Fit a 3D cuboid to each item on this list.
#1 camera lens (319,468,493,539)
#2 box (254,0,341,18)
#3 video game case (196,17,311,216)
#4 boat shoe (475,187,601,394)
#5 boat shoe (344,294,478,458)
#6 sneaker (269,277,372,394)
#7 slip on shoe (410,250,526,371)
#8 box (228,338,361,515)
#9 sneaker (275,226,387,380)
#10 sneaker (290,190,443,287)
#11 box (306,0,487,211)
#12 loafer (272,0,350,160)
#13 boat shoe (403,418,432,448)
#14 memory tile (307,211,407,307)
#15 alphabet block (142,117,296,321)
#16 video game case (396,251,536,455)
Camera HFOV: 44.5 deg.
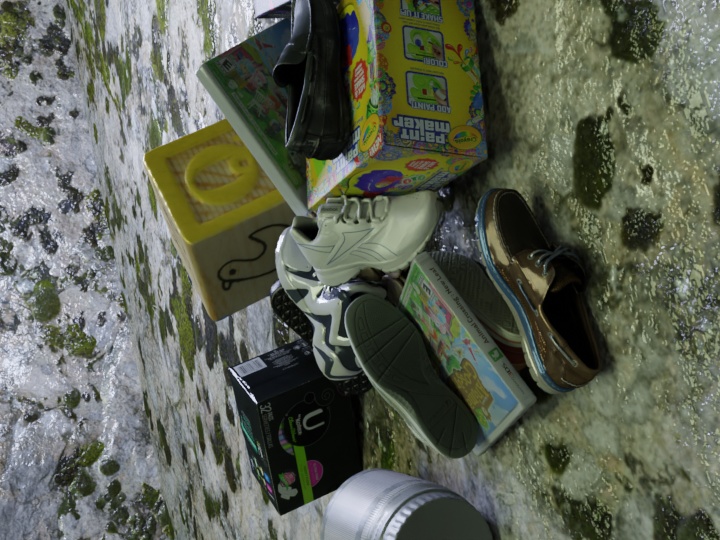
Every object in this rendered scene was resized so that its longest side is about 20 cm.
[{"bbox_3d":[0.051,0.333,1.066,0.199,0.157,0.164,-9,91,64],"label":"camera lens"},{"bbox_3d":[-0.048,-0.377,1.073,0.199,0.120,0.109,13,109,62],"label":"box"},{"bbox_3d":[-0.078,-0.187,1.045,0.022,0.182,0.201,-29,101,42],"label":"video game case"},{"bbox_3d":[0.173,0.010,0.818,0.072,0.071,0.203,-31,80,57],"label":"boat shoe"},{"bbox_3d":[0.050,0.118,0.962,0.203,0.074,0.065,50,162,3],"label":"boat shoe"},{"bbox_3d":[-0.039,0.070,1.172,0.071,0.083,0.201,-32,102,26],"label":"sneaker"},{"bbox_3d":[0.115,0.039,0.940,0.200,0.073,0.062,43,139,45],"label":"slip on shoe"},{"bbox_3d":[-0.097,0.231,1.323,0.124,0.146,0.204,35,140,56],"label":"box"},{"bbox_3d":[-0.024,0.017,1.045,0.129,0.078,0.203,-38,63,43],"label":"sneaker"},{"bbox_3d":[0.002,-0.042,0.929,0.198,0.087,0.075,-21,38,39],"label":"sneaker"},{"bbox_3d":[0.029,-0.181,0.938,0.199,0.120,0.197,149,121,-61],"label":"box"},{"bbox_3d":[-0.055,-0.208,0.897,0.068,0.069,0.205,138,130,-57],"label":"loafer"},{"bbox_3d":[0.065,0.136,1.079,0.200,0.056,0.069,47,112,22],"label":"boat shoe"},{"bbox_3d":[0.000,0.000,1.080,0.199,0.017,0.155,26,145,47],"label":"memory tile"},{"bbox_3d":[-0.193,-0.084,1.330,0.198,0.193,0.202,54,164,31],"label":"alphabet block"},{"bbox_3d":[0.099,0.096,0.938,0.183,0.022,0.201,54,161,17],"label":"video game case"}]
